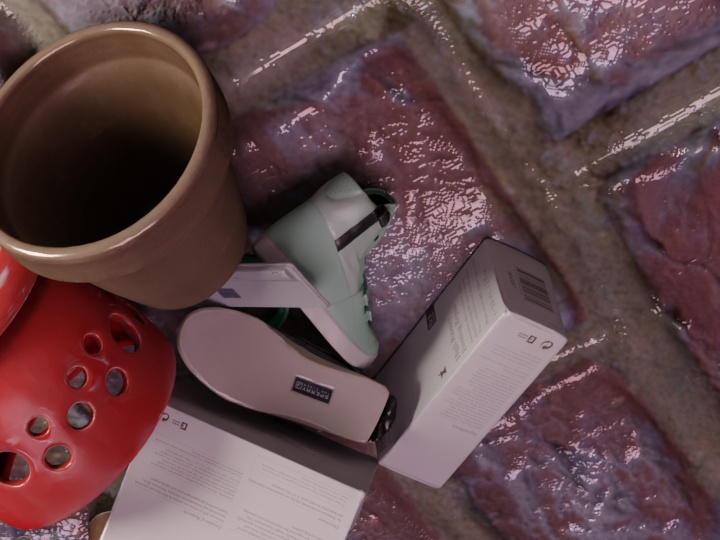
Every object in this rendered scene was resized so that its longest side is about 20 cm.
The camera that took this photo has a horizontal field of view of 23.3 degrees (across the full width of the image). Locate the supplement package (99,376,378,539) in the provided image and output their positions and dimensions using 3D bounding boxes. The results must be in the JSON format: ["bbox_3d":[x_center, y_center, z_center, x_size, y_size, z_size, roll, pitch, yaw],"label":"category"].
[{"bbox_3d":[-0.111,0.226,1.472,0.190,0.147,0.202,23,96,4],"label":"supplement package"}]

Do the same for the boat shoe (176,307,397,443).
[{"bbox_3d":[-0.071,0.089,1.481,0.199,0.093,0.075,28,84,-15],"label":"boat shoe"}]

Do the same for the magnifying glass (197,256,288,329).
[{"bbox_3d":[-0.105,0.071,1.521,0.079,0.023,0.201,0,131,-9],"label":"magnifying glass"}]

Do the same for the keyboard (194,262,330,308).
[{"bbox_3d":[-0.111,0.012,1.405,0.199,0.011,0.056,0,149,43],"label":"keyboard"}]

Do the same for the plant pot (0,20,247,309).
[{"bbox_3d":[-0.166,-0.059,1.313,0.198,0.202,0.175,-22,148,11],"label":"plant pot"}]

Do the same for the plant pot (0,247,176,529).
[{"bbox_3d":[-0.276,0.076,1.385,0.200,0.201,0.182,-33,122,20],"label":"plant pot"}]

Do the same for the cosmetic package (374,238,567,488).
[{"bbox_3d":[0.088,0.082,1.506,0.074,0.102,0.200,24,122,-24],"label":"cosmetic package"}]

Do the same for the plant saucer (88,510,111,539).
[{"bbox_3d":[-0.171,0.294,1.630,0.198,0.035,0.201,18,147,12],"label":"plant saucer"}]

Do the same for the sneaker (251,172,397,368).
[{"bbox_3d":[0.000,0.000,1.443,0.118,0.074,0.201,-42,145,-4],"label":"sneaker"}]
